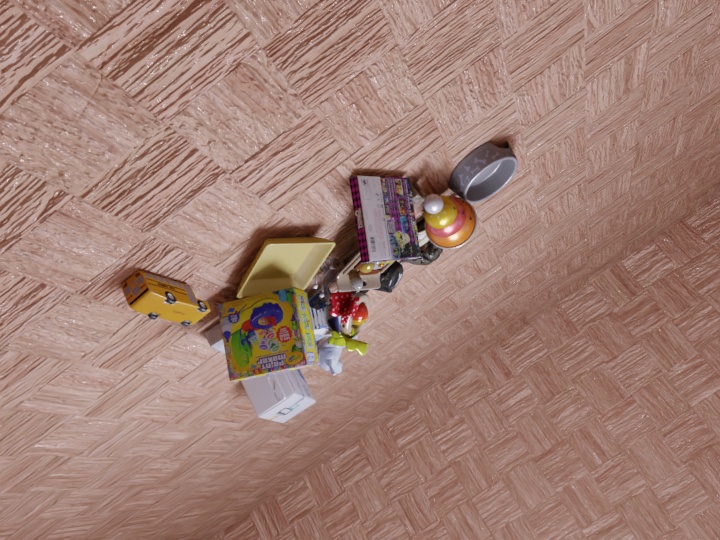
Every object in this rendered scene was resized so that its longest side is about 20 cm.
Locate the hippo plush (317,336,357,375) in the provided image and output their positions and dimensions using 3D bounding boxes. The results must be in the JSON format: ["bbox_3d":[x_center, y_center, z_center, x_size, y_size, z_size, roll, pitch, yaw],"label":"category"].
[{"bbox_3d":[-0.106,0.236,2.036,0.161,0.159,0.200,-62,173,-7],"label":"hippo plush"}]

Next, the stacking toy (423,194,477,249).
[{"bbox_3d":[0.211,-0.144,1.610,0.146,0.146,0.200,-38,157,12],"label":"stacking toy"}]

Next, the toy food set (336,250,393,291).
[{"bbox_3d":[0.044,-0.006,1.595,0.143,0.061,0.200,-3,153,-37],"label":"toy food set"}]

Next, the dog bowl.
[{"bbox_3d":[0.338,-0.261,1.690,0.200,0.059,0.200,-26,155,-13],"label":"dog bowl"}]

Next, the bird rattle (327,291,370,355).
[{"bbox_3d":[-0.028,0.123,1.717,0.163,0.112,0.200,-42,134,-51],"label":"bird rattle"}]

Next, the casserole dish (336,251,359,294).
[{"bbox_3d":[0.000,0.000,1.728,0.121,0.039,0.200,-38,161,-56],"label":"casserole dish"}]

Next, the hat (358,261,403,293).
[{"bbox_3d":[0.074,0.015,1.787,0.201,0.081,0.201,-57,174,-9],"label":"hat"}]

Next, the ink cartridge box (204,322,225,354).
[{"bbox_3d":[-0.309,0.147,1.693,0.200,0.050,0.109,-34,155,1],"label":"ink cartridge box"}]

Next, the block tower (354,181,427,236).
[{"bbox_3d":[0.074,-0.147,1.594,0.200,0.054,0.058,-40,155,16],"label":"block tower"}]

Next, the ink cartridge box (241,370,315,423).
[{"bbox_3d":[-0.272,0.403,2.092,0.146,0.147,0.200,-33,155,4],"label":"ink cartridge box"}]

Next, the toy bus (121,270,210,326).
[{"bbox_3d":[-0.422,0.065,1.374,0.065,0.078,0.200,-39,155,12],"label":"toy bus"}]

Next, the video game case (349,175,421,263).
[{"bbox_3d":[0.061,-0.121,1.473,0.181,0.201,0.036,-7,177,-44],"label":"video game case"}]

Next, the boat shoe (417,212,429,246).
[{"bbox_3d":[0.201,-0.138,1.753,0.200,0.072,0.076,-40,139,12],"label":"boat shoe"}]

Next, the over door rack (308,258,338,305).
[{"bbox_3d":[-0.141,0.061,1.711,0.200,0.067,0.148,-32,155,-2],"label":"over door rack"}]

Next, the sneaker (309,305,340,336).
[{"bbox_3d":[-0.148,0.147,1.747,0.115,0.081,0.199,-16,164,28],"label":"sneaker"}]

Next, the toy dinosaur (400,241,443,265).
[{"bbox_3d":[0.207,-0.049,1.907,0.200,0.077,0.102,-46,145,21],"label":"toy dinosaur"}]

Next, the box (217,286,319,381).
[{"bbox_3d":[-0.226,0.160,1.551,0.200,0.193,0.122,-14,171,9],"label":"box"}]

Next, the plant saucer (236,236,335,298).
[{"bbox_3d":[-0.189,-0.017,1.524,0.200,0.049,0.200,-4,142,-41],"label":"plant saucer"}]

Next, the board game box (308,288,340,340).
[{"bbox_3d":[-0.158,0.158,1.883,0.196,0.056,0.200,-28,155,-9],"label":"board game box"}]
